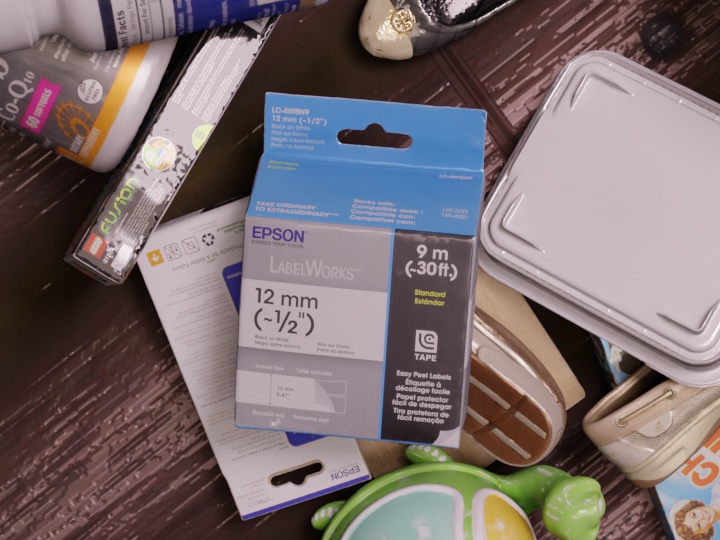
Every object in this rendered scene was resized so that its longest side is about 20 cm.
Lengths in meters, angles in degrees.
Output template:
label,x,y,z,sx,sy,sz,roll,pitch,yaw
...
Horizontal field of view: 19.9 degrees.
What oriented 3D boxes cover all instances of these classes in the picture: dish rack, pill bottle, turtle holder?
label,x,y,z,sx,sy,sz,roll,pitch,yaw
dish rack,0.182,-0.040,1.304,0.199,0.044,0.172,29,86,18
pill bottle,-0.217,-0.150,1.244,0.199,0.116,0.117,25,94,-11
turtle holder,0.064,0.200,1.320,0.184,0.132,0.142,-6,111,-10
pill bottle,-0.120,-0.187,1.150,0.198,0.116,0.117,-12,100,-8

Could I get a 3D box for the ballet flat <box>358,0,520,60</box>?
label,x,y,z,sx,sy,sz,roll,pitch,yaw
ballet flat,0.086,-0.197,1.310,0.199,0.057,0.067,-30,102,-3

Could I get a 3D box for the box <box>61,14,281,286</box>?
label,x,y,z,sx,sy,sz,roll,pitch,yaw
box,-0.115,-0.084,1.255,0.035,0.110,0.201,31,82,-10

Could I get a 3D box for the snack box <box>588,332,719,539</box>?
label,x,y,z,sx,sy,sz,roll,pitch,yaw
snack box,0.230,0.079,1.383,0.115,0.037,0.201,-23,101,-4

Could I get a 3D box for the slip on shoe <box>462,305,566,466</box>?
label,x,y,z,sx,sy,sz,roll,pitch,yaw
slip on shoe,0.054,0.043,1.328,0.200,0.061,0.076,38,120,6

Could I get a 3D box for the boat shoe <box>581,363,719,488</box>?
label,x,y,z,sx,sy,sz,roll,pitch,yaw
boat shoe,0.228,0.050,1.324,0.200,0.072,0.065,-45,103,5

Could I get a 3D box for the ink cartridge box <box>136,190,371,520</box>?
label,x,y,z,sx,sy,sz,roll,pitch,yaw
ink cartridge box,-0.068,0.054,1.326,0.094,0.037,0.201,-19,99,11

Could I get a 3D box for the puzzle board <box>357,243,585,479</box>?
label,x,y,z,sx,sy,sz,roll,pitch,yaw
puzzle board,0.036,0.044,1.361,0.150,0.017,0.201,-34,101,-1

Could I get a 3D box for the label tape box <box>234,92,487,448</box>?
label,x,y,z,sx,sy,sz,roll,pitch,yaw
label tape box,0.000,0.000,1.254,0.142,0.066,0.202,5,106,6
